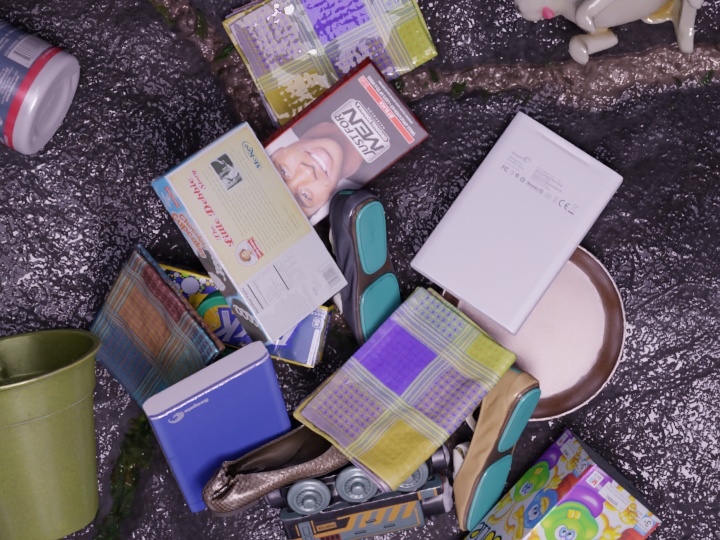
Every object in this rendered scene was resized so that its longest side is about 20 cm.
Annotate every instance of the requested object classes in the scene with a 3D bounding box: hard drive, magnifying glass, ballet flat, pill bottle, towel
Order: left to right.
[{"bbox_3d":[-0.412,-0.218,1.644,0.200,0.120,0.120,27,95,4],"label":"pill bottle"},{"bbox_3d":[-0.218,0.077,1.613,0.022,0.200,0.147,-33,77,-37],"label":"towel"},{"bbox_3d":[-0.139,0.164,1.591,0.132,0.200,0.025,-28,56,-12],"label":"hard drive"},{"bbox_3d":[-0.131,0.106,1.634,0.079,0.022,0.200,4,122,11],"label":"magnifying glass"},{"bbox_3d":[-0.074,0.188,1.593,0.200,0.067,0.046,-25,123,-17],"label":"ballet flat"},{"bbox_3d":[-0.032,-0.249,1.657,0.200,0.023,0.144,-24,90,6],"label":"towel"},{"bbox_3d":[0.000,0.000,1.634,0.073,0.073,0.200,-5,122,5],"label":"ballet flat"},{"bbox_3d":[0.045,0.118,1.577,0.200,0.023,0.144,-43,59,-13],"label":"towel"},{"bbox_3d":[0.133,0.182,1.633,0.063,0.069,0.200,36,120,29],"label":"ballet flat"},{"bbox_3d":[0.163,-0.050,1.619,0.132,0.025,0.200,34,83,12],"label":"hard drive"}]

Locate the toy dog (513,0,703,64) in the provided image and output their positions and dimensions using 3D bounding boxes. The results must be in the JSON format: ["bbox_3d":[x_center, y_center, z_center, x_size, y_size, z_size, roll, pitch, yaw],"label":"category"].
[{"bbox_3d":[0.239,-0.311,1.576,0.200,0.140,0.194,-3,79,5],"label":"toy dog"}]

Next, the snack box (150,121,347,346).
[{"bbox_3d":[-0.111,-0.037,1.567,0.116,0.037,0.200,-38,101,-33],"label":"snack box"}]

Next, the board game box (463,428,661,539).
[{"bbox_3d":[0.195,0.283,1.608,0.103,0.105,0.200,40,96,-16],"label":"board game box"}]

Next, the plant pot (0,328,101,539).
[{"bbox_3d":[-0.354,0.182,1.638,0.200,0.200,0.190,-9,104,5],"label":"plant pot"}]

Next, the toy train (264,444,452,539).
[{"bbox_3d":[0.001,0.235,1.643,0.200,0.085,0.114,-14,121,1],"label":"toy train"}]

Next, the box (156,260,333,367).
[{"bbox_3d":[-0.133,0.046,1.659,0.200,0.064,0.070,14,94,5],"label":"box"}]

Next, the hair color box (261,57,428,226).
[{"bbox_3d":[-0.038,-0.123,1.633,0.200,0.061,0.102,-39,103,8],"label":"hair color box"}]

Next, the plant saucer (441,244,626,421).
[{"bbox_3d":[0.181,0.059,1.648,0.200,0.032,0.201,0,92,6],"label":"plant saucer"}]
